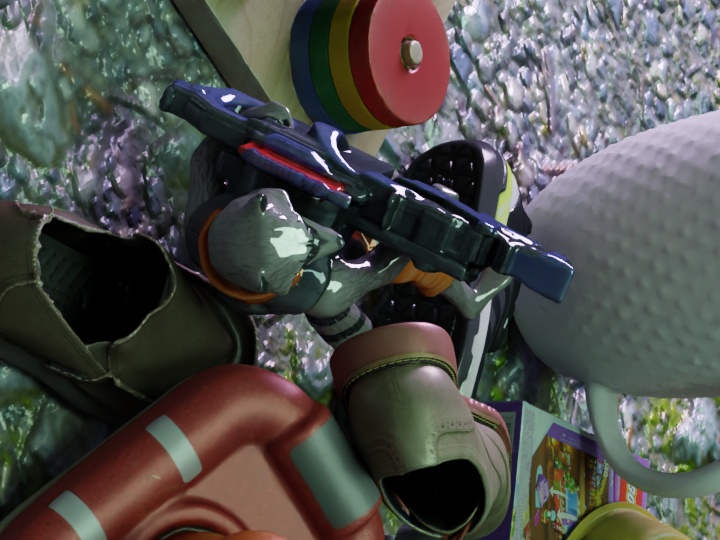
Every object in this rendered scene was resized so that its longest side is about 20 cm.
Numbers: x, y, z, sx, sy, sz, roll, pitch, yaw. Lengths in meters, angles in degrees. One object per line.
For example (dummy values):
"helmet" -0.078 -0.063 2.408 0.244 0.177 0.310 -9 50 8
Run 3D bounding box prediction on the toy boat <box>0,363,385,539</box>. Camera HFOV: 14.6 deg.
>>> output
"toy boat" -0.064 0.130 1.147 0.200 0.131 0.131 -39 107 -25

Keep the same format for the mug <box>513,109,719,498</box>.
"mug" 0.171 0.020 1.468 0.147 0.175 0.201 23 62 -50

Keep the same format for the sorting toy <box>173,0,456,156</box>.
"sorting toy" -0.003 -0.169 1.349 0.199 0.069 0.200 56 45 -34

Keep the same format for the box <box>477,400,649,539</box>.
"box" 0.095 0.181 1.472 0.137 0.039 0.201 27 65 -51

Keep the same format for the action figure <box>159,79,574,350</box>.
"action figure" 0.000 0.000 1.225 0.105 0.200 0.193 -65 156 5

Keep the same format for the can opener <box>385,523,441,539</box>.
"can opener" 0.036 0.222 1.361 0.053 0.067 0.201 -16 93 -53

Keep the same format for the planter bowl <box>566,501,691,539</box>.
"planter bowl" 0.172 0.222 1.472 0.200 0.083 0.201 8 81 -57

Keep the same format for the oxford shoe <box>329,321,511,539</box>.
"oxford shoe" 0.031 0.094 1.262 0.200 0.070 0.075 55 19 -62

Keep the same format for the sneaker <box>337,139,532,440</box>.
"sneaker" 0.051 0.028 1.402 0.083 0.072 0.201 47 51 -44

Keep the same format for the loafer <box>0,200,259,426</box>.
"loafer" -0.102 0.021 1.189 0.200 0.071 0.073 21 69 -51
